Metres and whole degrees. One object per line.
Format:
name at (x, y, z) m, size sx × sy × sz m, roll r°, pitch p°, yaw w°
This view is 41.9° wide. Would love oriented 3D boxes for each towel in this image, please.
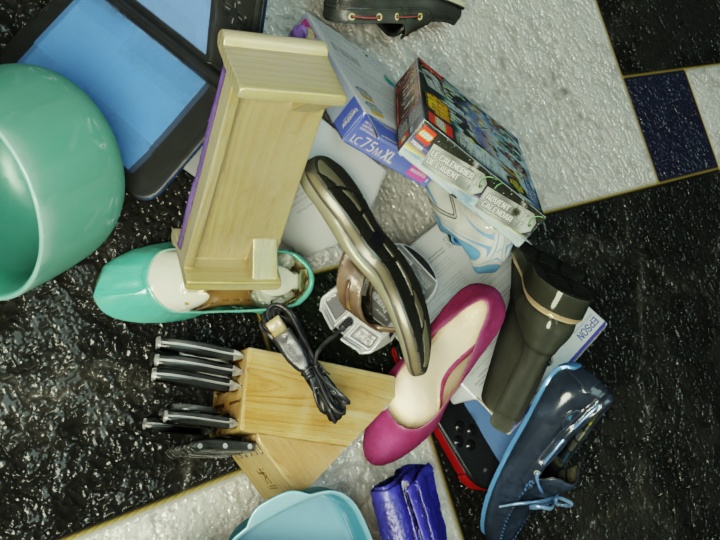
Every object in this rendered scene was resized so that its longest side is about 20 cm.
towel at (0.066, 0.272, 0.820) m, size 0.148 × 0.049 × 0.203 m, roll 11°, pitch 64°, yaw -76°

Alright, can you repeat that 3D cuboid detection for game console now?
game console at (0.138, 0.109, 0.978) m, size 0.199 × 0.031 × 0.179 m, roll -32°, pitch 95°, yaw -38°
game console at (-0.182, -0.189, 0.715) m, size 0.199 × 0.172 × 0.118 m, roll 38°, pitch 52°, yaw 17°

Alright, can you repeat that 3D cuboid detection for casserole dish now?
casserole dish at (-0.040, 0.261, 0.763) m, size 0.120 × 0.039 × 0.203 m, roll -24°, pitch 109°, yaw -14°

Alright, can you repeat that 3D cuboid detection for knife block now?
knife block at (-0.084, 0.097, 0.804) m, size 0.200 × 0.064 × 0.177 m, roll -40°, pitch 101°, yaw -36°

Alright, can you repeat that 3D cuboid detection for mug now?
mug at (-0.257, -0.084, 0.685) m, size 0.186 × 0.151 × 0.114 m, roll 54°, pitch 37°, yaw -3°

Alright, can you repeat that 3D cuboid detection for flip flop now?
flip flop at (0.000, 0.000, 0.789) m, size 0.201 × 0.057 × 0.081 m, roll 57°, pitch 19°, yaw -7°

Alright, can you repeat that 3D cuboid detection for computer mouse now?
computer mouse at (0.000, 0.043, 0.834) m, size 0.110 × 0.044 × 0.199 m, roll 47°, pitch 46°, yaw 9°

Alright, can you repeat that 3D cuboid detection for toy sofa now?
toy sofa at (-0.086, -0.085, 0.712) m, size 0.082 × 0.201 × 0.098 m, roll -1°, pitch 46°, yaw -26°

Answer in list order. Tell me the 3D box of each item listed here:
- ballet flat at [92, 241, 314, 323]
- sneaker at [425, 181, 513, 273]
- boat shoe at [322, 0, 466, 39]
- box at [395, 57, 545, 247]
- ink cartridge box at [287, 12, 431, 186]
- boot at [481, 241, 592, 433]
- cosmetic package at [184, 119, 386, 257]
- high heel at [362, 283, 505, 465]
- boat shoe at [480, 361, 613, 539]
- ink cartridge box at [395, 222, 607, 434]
ballet flat at (-0.124, 0.006, 0.800) m, size 0.197 × 0.070 × 0.069 m, roll -2°, pitch 82°, yaw -34°
sneaker at (0.093, -0.074, 0.947) m, size 0.071 × 0.073 × 0.201 m, roll 1°, pitch 37°, yaw -23°
boat shoe at (0.037, -0.284, 1.011) m, size 0.200 × 0.073 × 0.064 m, roll -6°, pitch 115°, yaw -46°
box at (0.095, -0.115, 0.861) m, size 0.136 × 0.040 × 0.201 m, roll 35°, pitch 23°, yaw -15°
ink cartridge box at (0.010, -0.153, 0.888) m, size 0.118 × 0.042 × 0.201 m, roll 23°, pitch 28°, yaw -43°
boot at (0.152, 0.054, 0.893) m, size 0.077 × 0.140 × 0.200 m, roll 25°, pitch 15°, yaw 5°
cosmetic package at (-0.086, -0.106, 0.842) m, size 0.199 × 0.101 × 0.072 m, roll 37°, pitch 57°, yaw -21°
high heel at (0.061, 0.097, 0.836) m, size 0.067 × 0.096 × 0.200 m, roll 42°, pitch 98°, yaw 9°
boat shoe at (0.173, 0.186, 0.886) m, size 0.068 × 0.203 × 0.084 m, roll 32°, pitch 29°, yaw 28°
ink cartridge box at (0.127, 0.040, 0.954) m, size 0.200 × 0.041 × 0.199 m, roll 48°, pitch 53°, yaw 8°
